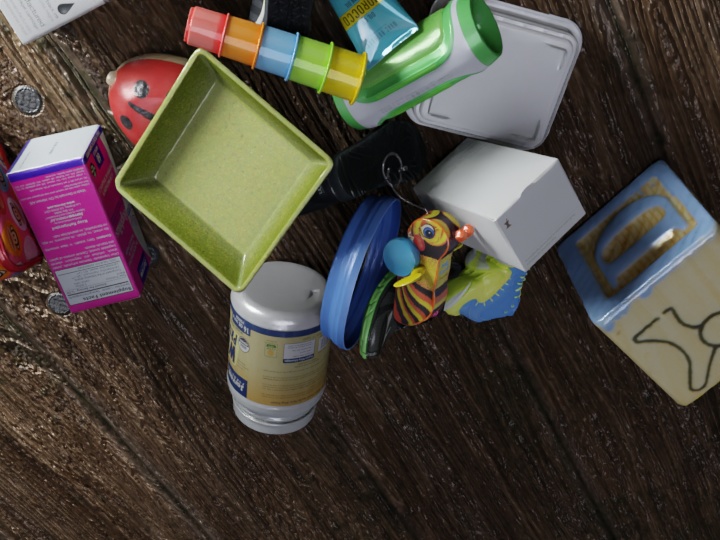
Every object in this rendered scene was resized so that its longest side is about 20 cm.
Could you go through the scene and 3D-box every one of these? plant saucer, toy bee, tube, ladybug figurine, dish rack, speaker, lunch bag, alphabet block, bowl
[{"bbox_3d":[-0.154,-0.114,0.984,0.199,0.048,0.201,40,110,0],"label":"plant saucer"},{"bbox_3d":[0.080,-0.023,1.010,0.107,0.132,0.203,10,137,34],"label":"toy bee"},{"bbox_3d":[-0.019,-0.328,0.940,0.077,0.050,0.202,-29,100,35],"label":"tube"},{"bbox_3d":[-0.218,-0.182,1.038,0.197,0.072,0.137,24,117,-17],"label":"ladybug figurine"},{"bbox_3d":[0.164,-0.235,1.048,0.195,0.044,0.175,12,120,-9],"label":"dish rack"},{"bbox_3d":[0.062,-0.236,0.986,0.197,0.089,0.089,-22,122,33],"label":"speaker"},{"bbox_3d":[-0.456,-0.086,1.021,0.080,0.176,0.204,-22,99,-1],"label":"lunch bag"},{"bbox_3d":[0.410,0.015,1.124,0.199,0.198,0.195,39,113,-24],"label":"alphabet block"},{"bbox_3d":[0.000,0.000,1.094,0.039,0.201,0.204,19,121,11],"label":"bowl"}]

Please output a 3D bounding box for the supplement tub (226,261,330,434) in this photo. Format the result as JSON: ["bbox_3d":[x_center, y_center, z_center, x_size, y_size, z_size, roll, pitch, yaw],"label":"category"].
[{"bbox_3d":[-0.112,0.108,1.176,0.141,0.145,0.204,4,121,-6],"label":"supplement tub"}]

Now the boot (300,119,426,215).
[{"bbox_3d":[-0.030,-0.123,1.075,0.166,0.199,0.078,-9,105,41],"label":"boot"}]

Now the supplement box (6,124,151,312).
[{"bbox_3d":[-0.350,-0.064,1.084,0.101,0.102,0.203,-11,122,3],"label":"supplement box"}]

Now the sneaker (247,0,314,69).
[{"bbox_3d":[-0.087,-0.306,0.961,0.070,0.085,0.200,0,157,-20],"label":"sneaker"}]

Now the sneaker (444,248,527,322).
[{"bbox_3d":[0.201,0.000,1.183,0.104,0.077,0.199,32,122,-34],"label":"sneaker"}]

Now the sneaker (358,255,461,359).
[{"bbox_3d":[0.066,0.039,1.122,0.083,0.201,0.077,33,155,15],"label":"sneaker"}]

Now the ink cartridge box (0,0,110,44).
[{"bbox_3d":[-0.312,-0.360,0.919,0.196,0.083,0.148,-23,119,11],"label":"ink cartridge box"}]

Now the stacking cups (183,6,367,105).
[{"bbox_3d":[-0.093,-0.239,0.933,0.196,0.061,0.061,16,119,-10],"label":"stacking cups"}]

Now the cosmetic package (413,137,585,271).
[{"bbox_3d":[0.161,-0.086,1.032,0.107,0.200,0.085,-41,118,-8],"label":"cosmetic package"}]
